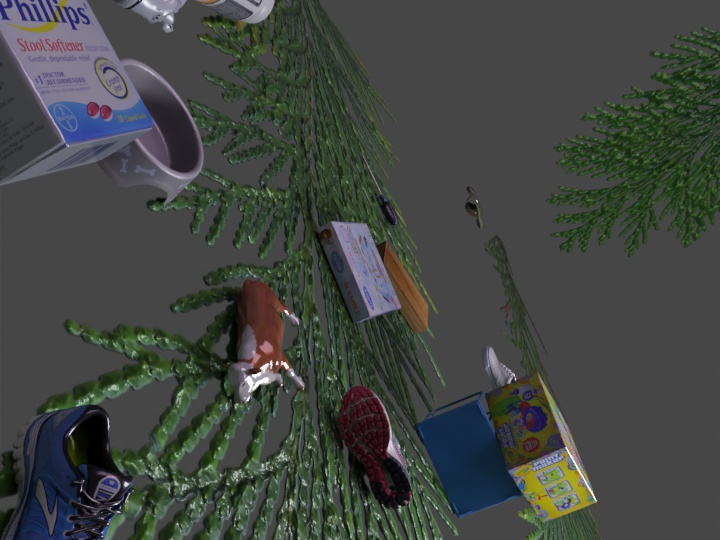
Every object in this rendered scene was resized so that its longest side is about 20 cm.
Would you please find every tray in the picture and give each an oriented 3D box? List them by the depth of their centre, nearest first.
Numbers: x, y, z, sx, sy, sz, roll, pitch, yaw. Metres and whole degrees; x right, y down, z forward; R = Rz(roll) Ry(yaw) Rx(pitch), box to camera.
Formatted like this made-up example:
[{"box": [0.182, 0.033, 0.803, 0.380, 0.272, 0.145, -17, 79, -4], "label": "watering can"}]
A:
[{"box": [0.094, 0.038, 1.721, 0.200, 0.037, 0.099, 55, 21, -23], "label": "tray"}]

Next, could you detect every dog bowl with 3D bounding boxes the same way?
[{"box": [-0.286, -0.189, 0.992, 0.200, 0.059, 0.200, 51, 23, -32], "label": "dog bowl"}]

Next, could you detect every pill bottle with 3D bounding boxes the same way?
[{"box": [-0.250, -0.545, 1.426, 0.117, 0.116, 0.200, 67, 19, 6], "label": "pill bottle"}]

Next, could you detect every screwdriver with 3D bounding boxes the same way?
[{"box": [0.042, -0.205, 1.905, 0.200, 0.029, 0.028, 60, 20, -3], "label": "screwdriver"}]

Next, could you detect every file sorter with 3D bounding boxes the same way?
[{"box": [0.224, 0.364, 1.517, 0.201, 0.138, 0.123, 65, 16, 2], "label": "file sorter"}]

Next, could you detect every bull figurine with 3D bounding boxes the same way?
[{"box": [-0.132, 0.102, 1.027, 0.121, 0.065, 0.201, 51, 25, -43], "label": "bull figurine"}]

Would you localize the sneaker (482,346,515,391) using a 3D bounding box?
[{"box": [0.407, 0.305, 2.146, 0.073, 0.071, 0.201, 29, 40, -58], "label": "sneaker"}]

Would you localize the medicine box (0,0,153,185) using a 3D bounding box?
[{"box": [-0.347, -0.211, 0.796, 0.201, 0.103, 0.182, 63, 20, -9], "label": "medicine box"}]

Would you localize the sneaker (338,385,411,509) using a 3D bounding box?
[{"box": [0.021, 0.279, 1.199, 0.075, 0.080, 0.201, -72, 143, -83], "label": "sneaker"}]

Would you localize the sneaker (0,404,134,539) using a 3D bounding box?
[{"box": [-0.236, 0.198, 0.607, 0.079, 0.089, 0.201, 36, 35, -52], "label": "sneaker"}]

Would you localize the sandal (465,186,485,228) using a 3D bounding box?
[{"box": [0.439, -0.236, 2.912, 0.080, 0.057, 0.201, -100, 170, -51], "label": "sandal"}]

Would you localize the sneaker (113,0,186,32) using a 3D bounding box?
[{"box": [-0.338, -0.470, 1.179, 0.115, 0.075, 0.201, 33, 41, -57], "label": "sneaker"}]

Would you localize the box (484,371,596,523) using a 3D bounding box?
[{"box": [0.355, 0.351, 1.492, 0.193, 0.122, 0.200, 55, 16, -33], "label": "box"}]

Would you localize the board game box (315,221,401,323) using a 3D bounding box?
[{"box": [0.000, 0.000, 1.517, 0.201, 0.041, 0.199, 67, 19, 7], "label": "board game box"}]
